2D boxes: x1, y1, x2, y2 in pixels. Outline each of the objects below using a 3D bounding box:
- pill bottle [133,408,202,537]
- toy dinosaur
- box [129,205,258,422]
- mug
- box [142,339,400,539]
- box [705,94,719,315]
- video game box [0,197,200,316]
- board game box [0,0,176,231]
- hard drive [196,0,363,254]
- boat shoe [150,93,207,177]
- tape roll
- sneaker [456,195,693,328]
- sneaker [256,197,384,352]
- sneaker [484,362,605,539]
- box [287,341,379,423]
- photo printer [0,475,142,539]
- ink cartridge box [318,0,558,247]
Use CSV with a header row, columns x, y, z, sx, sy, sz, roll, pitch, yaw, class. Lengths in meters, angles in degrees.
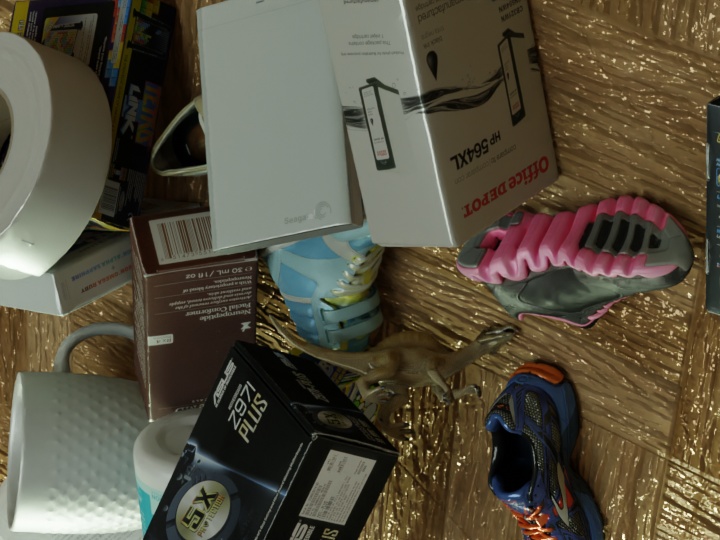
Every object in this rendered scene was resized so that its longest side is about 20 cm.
x,y,z,sx,sy,sz,roll,pitch,yaw,class
-0.136,0.231,1.772,0.111,0.111,0.201,17,124,36,pill bottle
0.025,0.081,1.604,0.199,0.101,0.058,-1,129,4,toy dinosaur
-0.144,0.038,1.737,0.200,0.100,0.075,95,162,-50,box
-0.234,0.146,1.878,0.148,0.175,0.201,137,135,-70,mug
-0.076,0.185,1.614,0.164,0.086,0.201,44,113,54,box
0.326,-0.028,1.345,0.199,0.046,0.160,16,122,37,box
-0.269,-0.020,1.806,0.199,0.182,0.047,7,113,40,video game box
-0.248,-0.136,1.745,0.165,0.057,0.201,3,79,44,board game box
-0.066,-0.123,1.593,0.131,0.026,0.201,-11,78,30,hard drive
-0.101,-0.123,1.675,0.200,0.068,0.075,-32,89,47,boat shoe
-0.301,-0.095,1.693,0.202,0.071,0.203,-14,68,37,tape roll
0.170,0.003,1.502,0.200,0.079,0.096,0,134,44,sneaker
0.000,0.000,1.644,0.200,0.079,0.131,-15,100,56,sneaker
0.137,0.176,1.608,0.075,0.078,0.201,0,112,44,sneaker
-0.037,0.150,1.762,0.064,0.070,0.201,37,133,29,box
-0.257,0.251,1.960,0.200,0.166,0.069,45,169,14,photo printer
0.060,-0.134,1.462,0.084,0.146,0.201,3,115,40,ink cartridge box
